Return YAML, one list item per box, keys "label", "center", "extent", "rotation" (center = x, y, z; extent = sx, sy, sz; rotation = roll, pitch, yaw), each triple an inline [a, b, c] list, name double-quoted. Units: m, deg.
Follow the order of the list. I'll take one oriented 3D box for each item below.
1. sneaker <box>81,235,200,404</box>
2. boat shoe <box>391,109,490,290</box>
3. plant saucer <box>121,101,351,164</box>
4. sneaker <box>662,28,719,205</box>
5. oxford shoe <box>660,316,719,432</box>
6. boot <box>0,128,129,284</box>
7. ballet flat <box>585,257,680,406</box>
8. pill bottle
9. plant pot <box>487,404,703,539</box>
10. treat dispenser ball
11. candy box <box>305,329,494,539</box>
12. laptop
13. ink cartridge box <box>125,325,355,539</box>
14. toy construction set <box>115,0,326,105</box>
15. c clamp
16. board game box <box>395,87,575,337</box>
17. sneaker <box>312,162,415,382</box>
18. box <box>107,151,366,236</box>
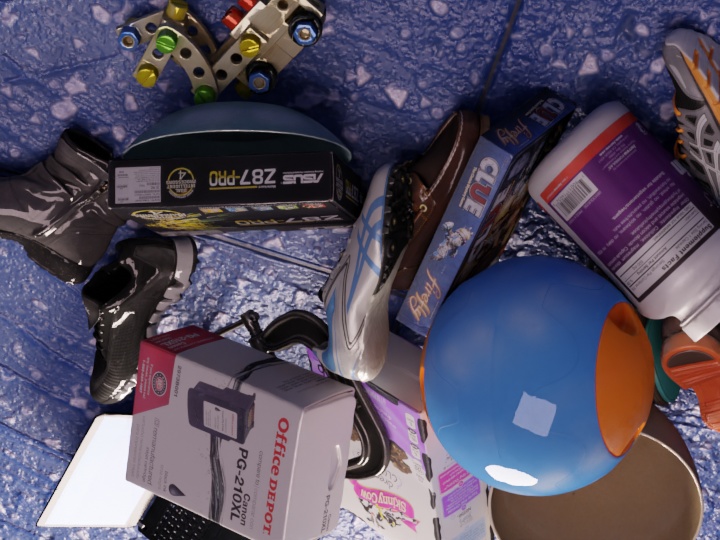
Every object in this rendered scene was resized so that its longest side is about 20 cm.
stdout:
- label: "sneaker"
  center: [-0.231, 0.042, 1.682]
  extent: [0.090, 0.067, 0.201]
  rotation: [11, 125, -30]
- label: "boat shoe"
  center: [0.053, -0.062, 1.584]
  extent: [0.070, 0.071, 0.201]
  rotation: [18, 125, -10]
- label: "plant saucer"
  center: [-0.107, -0.114, 1.537]
  extent: [0.199, 0.201, 0.039]
  rotation: [-3, 81, 9]
- label: "sneaker"
  center: [0.299, -0.115, 1.516]
  extent: [0.077, 0.079, 0.201]
  rotation: [-17, 119, 31]
- label: "oxford shoe"
  center: [0.339, 0.091, 1.655]
  extent: [0.071, 0.073, 0.200]
  rotation: [-18, 140, 24]
- label: "boot"
  center: [-0.299, -0.084, 1.627]
  extent: [0.199, 0.070, 0.132]
  rotation: [27, 121, -24]
- label: "ballet flat"
  center: [0.243, 0.036, 1.636]
  extent: [0.072, 0.068, 0.201]
  rotation: [1, 126, 31]
- label: "pill bottle"
  center: [0.244, -0.039, 1.510]
  extent: [0.200, 0.112, 0.113]
  rotation: [47, 121, 6]
- label: "plant pot"
  center: [0.223, 0.182, 1.688]
  extent: [0.198, 0.135, 0.202]
  rotation: [4, 125, 5]
- label: "treat dispenser ball"
  center: [0.149, 0.089, 1.503]
  extent: [0.199, 0.202, 0.203]
  rotation: [4, 125, 5]
- label: "candy box"
  center: [0.039, 0.166, 1.685]
  extent: [0.167, 0.071, 0.202]
  rotation: [28, 138, 44]
- label: "laptop"
  center: [-0.198, 0.244, 1.800]
  extent: [0.200, 0.103, 0.178]
  rotation: [39, 124, 9]
- label: "ink cartridge box"
  center: [-0.113, 0.154, 1.646]
  extent: [0.199, 0.084, 0.146]
  rotation: [19, 110, 32]
- label: "toy construction set"
  center: [-0.107, -0.215, 1.497]
  extent: [0.131, 0.093, 0.200]
  rotation: [38, 131, -17]
- label: "c clamp"
  center: [-0.051, 0.116, 1.676]
  extent: [0.171, 0.027, 0.201]
  rotation: [-34, 87, 49]
- label: "board game box"
  center: [0.108, -0.050, 1.545]
  extent: [0.034, 0.135, 0.201]
  rotation: [33, 126, 14]
- label: "sneaker"
  center: [0.000, 0.000, 1.553]
  extent: [0.072, 0.072, 0.202]
  rotation: [19, 110, 18]
- label: "box"
  center: [-0.104, -0.066, 1.555]
  extent: [0.198, 0.161, 0.050]
  rotation: [-2, 84, 10]
